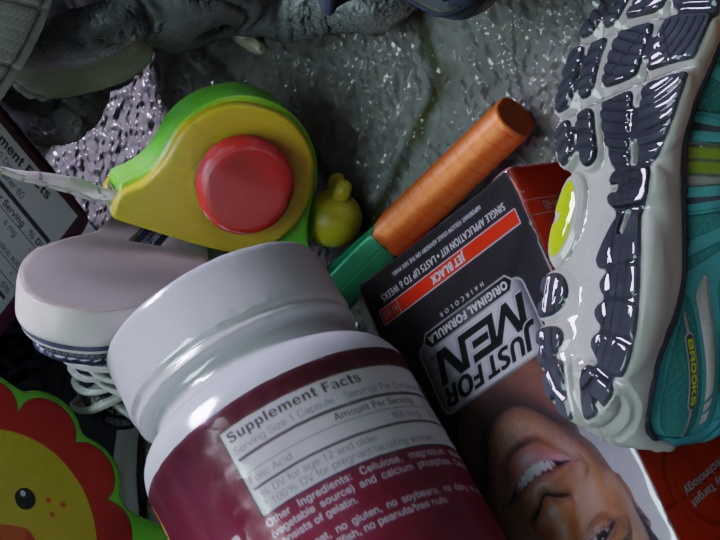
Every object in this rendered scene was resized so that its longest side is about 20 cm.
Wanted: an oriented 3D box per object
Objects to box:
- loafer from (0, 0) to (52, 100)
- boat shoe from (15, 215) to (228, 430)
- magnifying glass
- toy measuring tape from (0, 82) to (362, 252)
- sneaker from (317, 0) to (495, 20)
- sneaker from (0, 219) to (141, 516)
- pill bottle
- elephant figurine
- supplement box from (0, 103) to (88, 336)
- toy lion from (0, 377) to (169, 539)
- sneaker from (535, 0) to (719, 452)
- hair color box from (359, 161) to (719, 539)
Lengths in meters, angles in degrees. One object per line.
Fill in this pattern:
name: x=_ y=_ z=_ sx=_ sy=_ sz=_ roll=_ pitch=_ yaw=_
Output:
loafer: x=-0.156 y=-0.144 z=1.046 sx=0.063 sy=0.072 sz=0.201 roll=-166 pitch=91 yaw=-70
boat shoe: x=-0.100 y=0.032 z=1.112 sx=0.074 sy=0.200 sz=0.093 roll=12 pitch=104 yaw=10
magnifying glass: x=0.000 y=0.000 z=1.091 sx=0.022 sy=0.080 sz=0.200 roll=42 pitch=118 yaw=-3
toy measuring tape: x=-0.088 y=-0.055 z=1.094 sx=0.074 sy=0.199 sz=0.074 roll=-163 pitch=90 yaw=-72
sneaker: x=0.055 y=-0.140 z=1.007 sx=0.199 sy=0.074 sz=0.081 roll=4 pitch=112 yaw=37
sneaker: x=-0.175 y=0.075 z=1.217 sx=0.077 sy=0.146 sz=0.203 roll=-1 pitch=93 yaw=47
pill bottle: x=-0.013 y=0.096 z=0.994 sx=0.114 sy=0.114 sz=0.200 roll=-49 pitch=61 yaw=37
elephant figurine: x=-0.102 y=-0.131 z=1.107 sx=0.200 sy=0.155 sz=0.142 roll=-1 pitch=119 yaw=56
supplement box: x=-0.238 y=0.011 z=1.140 sx=0.131 sy=0.200 sz=0.103 roll=7 pitch=143 yaw=45
toy lion: x=-0.142 y=0.148 z=1.076 sx=0.069 sy=0.191 sz=0.201 roll=-32 pitch=41 yaw=51
sneaker: x=0.117 y=-0.032 z=0.959 sx=0.077 sy=0.079 sz=0.201 roll=0 pitch=77 yaw=56
hair color box: x=0.086 y=0.068 z=1.012 sx=0.101 sy=0.061 sz=0.200 roll=-39 pitch=69 yaw=41
